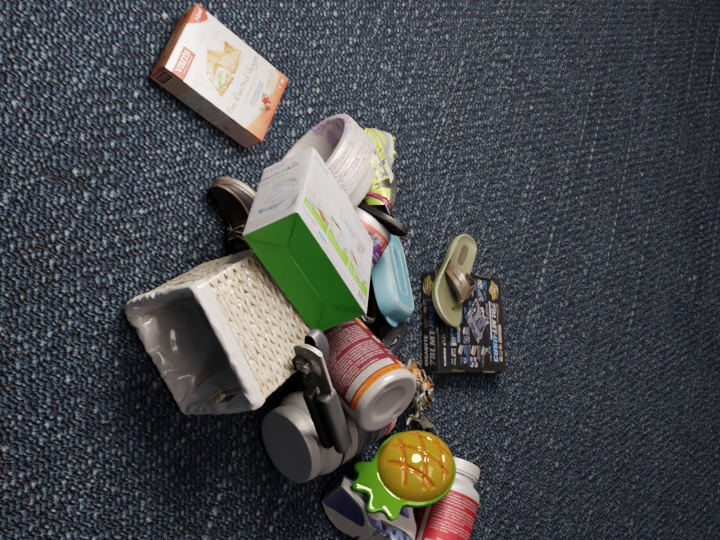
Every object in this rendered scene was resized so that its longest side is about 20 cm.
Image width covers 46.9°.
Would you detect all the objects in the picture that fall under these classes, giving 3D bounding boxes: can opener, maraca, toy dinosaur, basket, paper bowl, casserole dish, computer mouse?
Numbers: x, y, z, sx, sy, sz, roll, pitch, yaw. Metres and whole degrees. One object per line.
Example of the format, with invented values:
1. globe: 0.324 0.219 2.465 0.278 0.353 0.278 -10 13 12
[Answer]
1. can opener: -0.047 0.176 1.211 0.067 0.053 0.201 -47 135 -38
2. maraca: 0.077 0.347 1.419 0.199 0.107 0.137 -21 56 -33
3. toy dinosaur: 0.079 0.221 1.508 0.199 0.102 0.137 23 65 -39
4. basket: -0.202 0.086 1.221 0.161 0.198 0.201 -38 107 -42
5. paper bowl: -0.058 -0.152 1.377 0.104 0.200 0.201 44 58 -27
6. casserole dish: 0.055 0.003 1.509 0.121 0.039 0.201 35 41 -61
7. computer mouse: 0.049 0.151 1.504 0.059 0.034 0.201 58 38 -38

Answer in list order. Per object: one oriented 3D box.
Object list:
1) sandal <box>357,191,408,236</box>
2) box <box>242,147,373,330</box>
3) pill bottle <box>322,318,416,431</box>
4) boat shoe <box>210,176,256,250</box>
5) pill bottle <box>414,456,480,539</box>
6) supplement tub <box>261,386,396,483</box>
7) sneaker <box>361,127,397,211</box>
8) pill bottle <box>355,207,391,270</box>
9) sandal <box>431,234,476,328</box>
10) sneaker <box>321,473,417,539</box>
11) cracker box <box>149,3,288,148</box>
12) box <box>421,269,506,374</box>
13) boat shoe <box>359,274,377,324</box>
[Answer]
1. sandal: 0.017 -0.115 1.442 0.045 0.200 0.075 -50 132 -5
2. box: -0.067 -0.046 1.220 0.200 0.096 0.177 56 23 -32
3. pill bottle: -0.015 0.143 1.293 0.114 0.200 0.115 -27 141 -25
4. boat shoe: -0.176 -0.063 1.346 0.200 0.074 0.073 51 54 -21
5. pill bottle: 0.153 0.450 1.524 0.112 0.112 0.201 36 62 -31
6. supplement tub: -0.048 0.246 1.363 0.199 0.140 0.141 -24 99 -40
7. sneaker: 0.019 -0.174 1.534 0.076 0.075 0.201 16 55 -28
8. pill bottle: -0.043 -0.003 1.408 0.111 0.111 0.201 38 78 -30
9. sandal: 0.190 0.014 1.604 0.080 0.057 0.202 32 62 -31
10. sneaker: 0.027 0.417 1.451 0.199 0.080 0.115 43 33 -11
11. cracker box: -0.226 -0.313 1.353 0.200 0.058 0.135 34 62 -32
12. box: 0.209 0.107 1.669 0.198 0.050 0.201 7 78 -41
13. boat shoe: 0.000 0.000 1.495 0.072 0.067 0.201 8 76 -39
